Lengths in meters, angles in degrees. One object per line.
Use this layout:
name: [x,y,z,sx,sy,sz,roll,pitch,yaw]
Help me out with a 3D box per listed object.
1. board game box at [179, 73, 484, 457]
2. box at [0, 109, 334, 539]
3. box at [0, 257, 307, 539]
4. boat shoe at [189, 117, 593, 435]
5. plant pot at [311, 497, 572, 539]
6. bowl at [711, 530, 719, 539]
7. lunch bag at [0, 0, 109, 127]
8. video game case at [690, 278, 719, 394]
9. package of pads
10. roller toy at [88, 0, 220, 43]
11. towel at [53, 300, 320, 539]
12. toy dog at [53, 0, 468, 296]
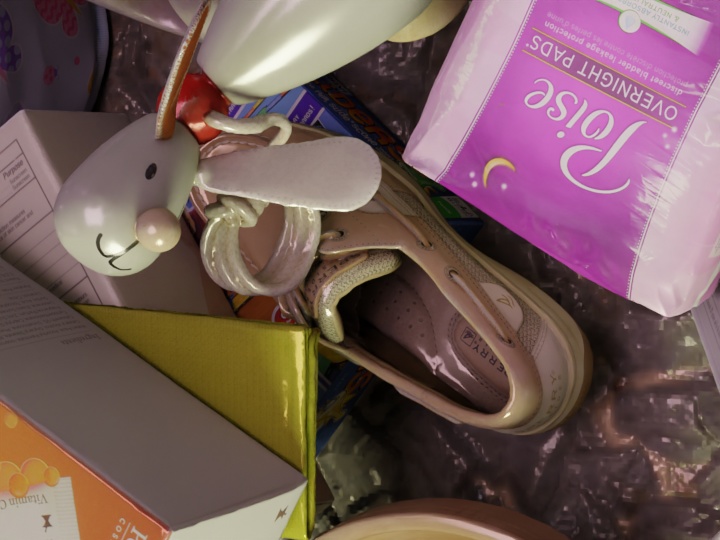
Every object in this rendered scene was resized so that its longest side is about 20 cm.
board game box: [-0.052,0.013,1.111,0.135,0.034,0.200,45,114,23]
box: [-0.107,0.038,1.079,0.095,0.078,0.200,-36,73,28]
box: [-0.142,0.085,0.983,0.200,0.097,0.125,34,111,22]
boat shoe: [0.000,0.000,1.018,0.200,0.065,0.072,37,110,24]
plant pot: [0.052,0.180,1.006,0.200,0.093,0.201,6,105,26]
bowl: [0.213,0.126,0.890,0.201,0.090,0.201,10,123,16]
lunch bag: [-0.208,-0.133,1.127,0.127,0.169,0.200,-17,83,31]
video game case: [0.171,-0.042,0.885,0.022,0.200,0.183,24,109,-9]
package of pads: [0.107,-0.097,0.885,0.120,0.076,0.200,30,108,16]
roller toy: [-0.064,-0.188,1.019,0.140,0.200,0.183,23,110,30]
towel: [-0.103,0.056,1.023,0.200,0.018,0.086,4,99,30]
toy dog: [-0.019,-0.077,0.921,0.096,0.132,0.200,24,93,51]
